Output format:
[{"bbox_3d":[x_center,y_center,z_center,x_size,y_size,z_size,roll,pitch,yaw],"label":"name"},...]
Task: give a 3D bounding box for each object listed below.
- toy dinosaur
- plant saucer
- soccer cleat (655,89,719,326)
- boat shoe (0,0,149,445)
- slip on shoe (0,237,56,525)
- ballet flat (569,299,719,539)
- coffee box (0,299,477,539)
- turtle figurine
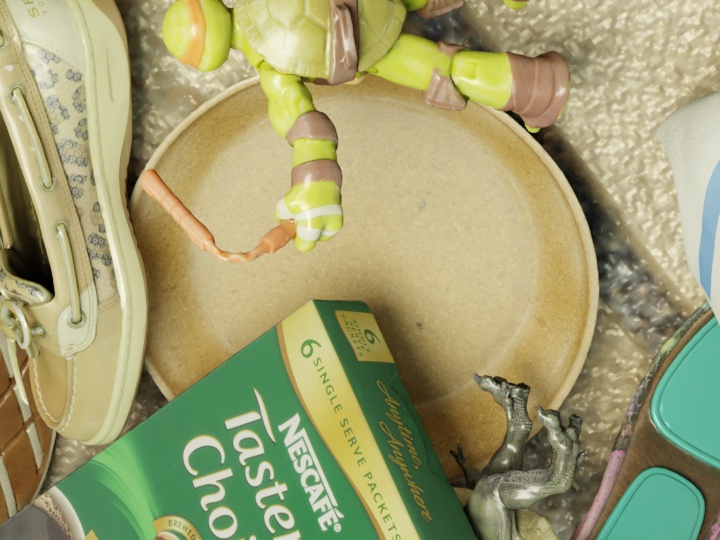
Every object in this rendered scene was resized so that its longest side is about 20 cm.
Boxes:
[{"bbox_3d":[0.058,0.092,0.851,0.047,0.200,0.088,13,96,-39],"label":"toy dinosaur"},{"bbox_3d":[0.000,0.000,0.894,0.200,0.035,0.200,3,116,6],"label":"plant saucer"},{"bbox_3d":[0.175,0.017,0.837,0.070,0.086,0.200,-28,109,-17],"label":"soccer cleat"},{"bbox_3d":[-0.130,-0.020,0.866,0.063,0.073,0.200,-14,112,-31],"label":"boat shoe"},{"bbox_3d":[-0.186,0.027,0.922,0.061,0.076,0.200,23,135,41],"label":"slip on shoe"},{"bbox_3d":[0.131,0.083,0.885,0.069,0.071,0.200,32,78,-2],"label":"ballet flat"},{"bbox_3d":[-0.056,0.111,0.875,0.200,0.044,0.123,-34,68,27],"label":"coffee box"},{"bbox_3d":[-0.008,-0.100,0.801,0.161,0.200,0.064,-4,151,-16],"label":"turtle figurine"}]
